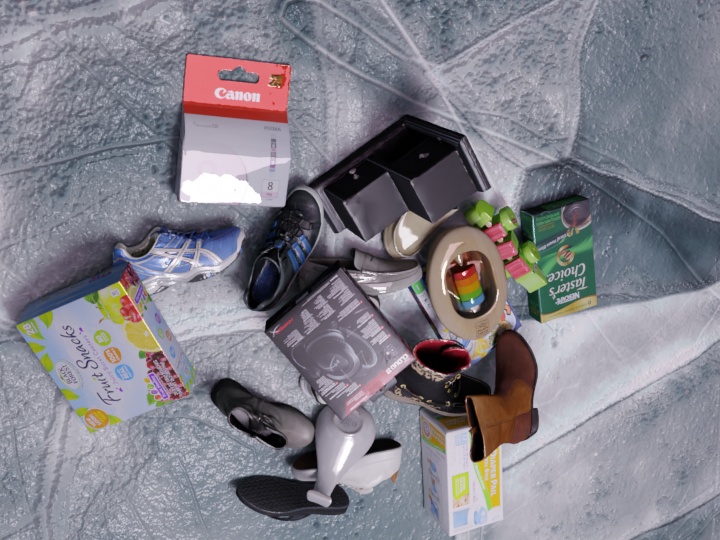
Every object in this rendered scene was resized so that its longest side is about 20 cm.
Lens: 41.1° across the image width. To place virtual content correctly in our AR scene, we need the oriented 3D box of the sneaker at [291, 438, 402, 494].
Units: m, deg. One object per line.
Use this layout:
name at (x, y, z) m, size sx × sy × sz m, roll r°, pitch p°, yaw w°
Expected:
sneaker at (-0.020, 0.340, 1.595) m, size 0.198 × 0.073 × 0.086 m, roll -4°, pitch 105°, yaw -24°

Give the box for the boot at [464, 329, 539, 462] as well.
boot at (0.214, 0.197, 1.551) m, size 0.199 × 0.068 × 0.191 m, roll -3°, pitch 92°, yaw -54°

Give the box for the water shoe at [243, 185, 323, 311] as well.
water shoe at (-0.112, -0.028, 1.423) m, size 0.071 × 0.079 × 0.202 m, roll 23°, pitch 98°, yaw 6°

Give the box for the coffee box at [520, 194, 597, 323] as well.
coffee box at (0.344, -0.020, 1.658) m, size 0.122 × 0.044 × 0.202 m, roll -15°, pitch 112°, yaw -19°

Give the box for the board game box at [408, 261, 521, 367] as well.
board game box at (0.174, 0.055, 1.612) m, size 0.135 × 0.034 × 0.201 m, roll -38°, pitch 117°, yaw -9°

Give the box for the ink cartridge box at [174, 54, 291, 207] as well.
ink cartridge box at (-0.177, -0.195, 1.371) m, size 0.161 × 0.057 × 0.202 m, roll 1°, pitch 110°, yaw -24°

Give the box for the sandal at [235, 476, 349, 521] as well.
sandal at (-0.112, 0.383, 1.572) m, size 0.199 × 0.076 × 0.048 m, roll 12°, pitch 119°, yaw -26°

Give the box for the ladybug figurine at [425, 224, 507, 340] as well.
ladybug figurine at (0.164, 0.018, 1.534) m, size 0.135 × 0.072 × 0.202 m, roll -21°, pitch 113°, yaw -15°

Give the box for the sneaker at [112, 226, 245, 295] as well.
sneaker at (-0.258, -0.026, 1.371) m, size 0.198 × 0.076 × 0.078 m, roll -22°, pitch 118°, yaw -18°

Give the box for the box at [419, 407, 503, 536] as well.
box at (0.175, 0.336, 1.663) m, size 0.111 × 0.101 × 0.202 m, roll -12°, pitch 110°, yaw -20°

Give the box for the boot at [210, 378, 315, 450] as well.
boot at (-0.139, 0.246, 1.479) m, size 0.199 × 0.131 × 0.068 m, roll 31°, pitch 93°, yaw -29°

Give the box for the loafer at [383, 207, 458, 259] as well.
loafer at (0.109, -0.103, 1.514) m, size 0.075 × 0.068 × 0.201 m, roll 33°, pitch 91°, yaw -28°

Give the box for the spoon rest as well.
spoon rest at (-0.039, 0.291, 1.527) m, size 0.098 × 0.201 × 0.061 m, roll 22°, pitch 137°, yaw 3°

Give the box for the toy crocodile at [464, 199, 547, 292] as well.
toy crocodile at (0.241, -0.038, 1.580) m, size 0.067 × 0.062 × 0.200 m, roll -26°, pitch 117°, yaw 26°

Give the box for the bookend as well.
bookend at (0.051, -0.123, 1.408) m, size 0.199 × 0.199 × 0.093 m, roll -36°, pitch 117°, yaw -8°

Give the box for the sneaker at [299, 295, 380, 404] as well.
sneaker at (-0.020, 0.125, 1.525) m, size 0.073 × 0.080 × 0.201 m, roll 26°, pitch 93°, yaw -27°

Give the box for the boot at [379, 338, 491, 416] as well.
boot at (0.141, 0.173, 1.558) m, size 0.198 × 0.151 × 0.074 m, roll 14°, pitch 60°, yaw -12°

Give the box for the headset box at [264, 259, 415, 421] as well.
headset box at (-0.025, 0.111, 1.437) m, size 0.149 × 0.077 × 0.200 m, roll -40°, pitch 101°, yaw 4°

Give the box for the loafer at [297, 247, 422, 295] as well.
loafer at (0.000, 0.000, 1.490) m, size 0.198 × 0.070 × 0.071 m, roll -7°, pitch 111°, yaw -13°

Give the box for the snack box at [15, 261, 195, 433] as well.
snack box at (-0.353, 0.111, 1.348) m, size 0.167 × 0.068 × 0.201 m, roll -21°, pitch 115°, yaw 10°
